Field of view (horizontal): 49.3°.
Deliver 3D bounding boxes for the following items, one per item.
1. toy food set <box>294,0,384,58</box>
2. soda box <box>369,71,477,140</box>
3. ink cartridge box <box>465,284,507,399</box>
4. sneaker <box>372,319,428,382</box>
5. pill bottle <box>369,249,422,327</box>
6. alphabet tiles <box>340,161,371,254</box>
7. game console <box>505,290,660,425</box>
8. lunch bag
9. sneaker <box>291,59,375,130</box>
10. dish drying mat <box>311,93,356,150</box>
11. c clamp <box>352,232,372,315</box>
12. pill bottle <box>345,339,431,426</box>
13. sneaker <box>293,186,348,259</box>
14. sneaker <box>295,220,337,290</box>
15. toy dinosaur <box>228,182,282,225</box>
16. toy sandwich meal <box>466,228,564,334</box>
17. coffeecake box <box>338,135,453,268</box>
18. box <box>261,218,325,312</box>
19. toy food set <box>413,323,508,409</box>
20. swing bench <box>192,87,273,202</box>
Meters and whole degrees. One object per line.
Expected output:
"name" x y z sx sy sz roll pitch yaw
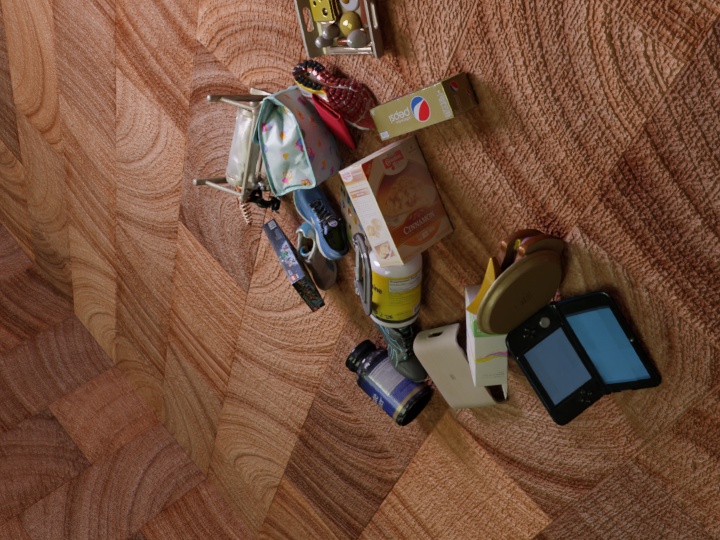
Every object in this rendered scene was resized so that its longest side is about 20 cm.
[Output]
"toy food set" -0.045 -0.462 1.440 0.199 0.060 0.145 15 128 44
"soda box" 0.109 -0.289 1.390 0.199 0.068 0.064 -6 112 53
"ink cartridge box" 0.242 0.141 1.510 0.117 0.067 0.201 -92 -4 -58
"sneaker" 0.091 0.159 1.745 0.201 0.075 0.079 58 157 0
"pill bottle" 0.071 0.011 1.631 0.112 0.112 0.201 30 137 34
"alphabet tiles" -0.010 -0.121 1.667 0.167 0.007 0.201 -124 26 -48
"game console" 0.378 0.155 1.347 0.201 0.170 0.118 56 173 -9
"lunch bag" -0.133 -0.271 1.605 0.121 0.170 0.201 -12 105 23
"sneaker" -0.045 -0.341 1.554 0.200 0.078 0.082 39 168 19
"dish drying mat" -0.049 -0.288 1.532 0.077 0.018 0.200 38 180 11
"c clamp" 0.000 0.000 1.627 0.201 0.027 0.172 93 168 -52
"pill bottle" 0.062 0.258 1.837 0.200 0.112 0.112 41 142 23
"sneaker" -0.077 -0.117 1.739 0.201 0.078 0.089 61 158 -14
"sneaker" -0.108 -0.034 1.850 0.076 0.081 0.201 23 134 38
"toy dinosaur" -0.251 -0.187 1.851 0.102 0.135 0.202 131 146 -70
"toy sandwich meal" 0.264 0.022 1.348 0.070 0.204 0.206 49 147 35
"coffeecake box" 0.070 -0.130 1.486 0.073 0.153 0.201 -8 110 52
"box" -0.158 -0.012 1.858 0.201 0.038 0.137 59 180 37
"toy food set" 0.213 0.208 1.669 0.201 0.060 0.143 55 146 -10
"swing bench" -0.242 -0.276 1.696 0.129 0.200 0.200 20 113 16
